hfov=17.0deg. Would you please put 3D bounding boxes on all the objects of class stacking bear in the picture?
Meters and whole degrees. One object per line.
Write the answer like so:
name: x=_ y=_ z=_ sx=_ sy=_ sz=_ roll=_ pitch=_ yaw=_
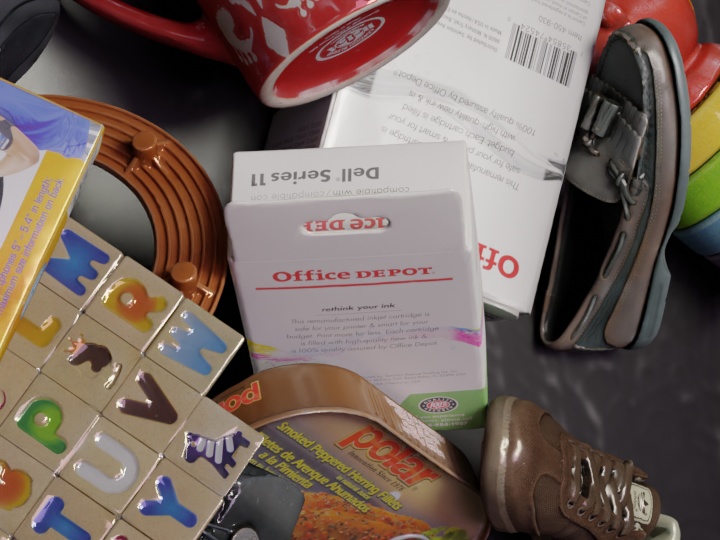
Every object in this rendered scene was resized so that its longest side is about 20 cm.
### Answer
stacking bear: x=0.197 y=-0.083 z=1.368 sx=0.200 sy=0.121 sz=0.114 roll=45 pitch=84 yaw=-9

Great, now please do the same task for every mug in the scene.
mug: x=-0.062 y=-0.181 z=1.196 sx=0.133 sy=0.177 sz=0.200 roll=-15 pitch=71 yaw=-52

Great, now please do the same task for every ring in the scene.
ring: x=-0.161 y=-0.011 z=1.126 sx=0.199 sy=0.019 sz=0.201 roll=0 pitch=52 yaw=0

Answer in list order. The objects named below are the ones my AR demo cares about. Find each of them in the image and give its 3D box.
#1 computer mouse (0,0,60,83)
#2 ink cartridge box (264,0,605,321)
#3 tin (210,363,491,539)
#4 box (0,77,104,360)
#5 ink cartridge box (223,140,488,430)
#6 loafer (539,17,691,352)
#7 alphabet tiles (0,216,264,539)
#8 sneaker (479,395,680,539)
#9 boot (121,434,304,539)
computer mouse: x=-0.198 y=-0.074 z=1.128 sx=0.140 sy=0.046 sz=0.200 roll=34 pitch=63 yaw=21
ink cartridge box: x=0.035 y=-0.087 z=1.285 sx=0.146 sy=0.083 sz=0.201 roll=22 pitch=74 yaw=-25
tin: x=-0.012 y=0.109 z=1.204 sx=0.200 sy=0.112 sz=0.042 roll=40 pitch=27 yaw=-48
box: x=-0.226 y=-0.049 z=1.048 sx=0.199 sy=0.041 sz=0.119 roll=24 pitch=72 yaw=-6
ink cartridge box: x=0.000 y=0.000 z=1.163 sx=0.117 sy=0.200 sz=0.068 roll=-3 pitch=55 yaw=4
loafer: x=0.136 y=-0.039 z=1.309 sx=0.063 sy=0.072 sz=0.201 roll=-12 pitch=123 yaw=-21
alphabet tiles: x=-0.151 y=0.058 z=1.056 sx=0.200 sy=0.006 sz=0.167 roll=34 pitch=73 yaw=5
sneaker: x=0.117 y=0.111 z=1.258 sx=0.200 sy=0.075 sz=0.071 roll=45 pitch=47 yaw=-65
boot: x=-0.066 y=0.191 z=1.095 sx=0.165 sy=0.065 sz=0.201 roll=35 pitch=59 yaw=-44
